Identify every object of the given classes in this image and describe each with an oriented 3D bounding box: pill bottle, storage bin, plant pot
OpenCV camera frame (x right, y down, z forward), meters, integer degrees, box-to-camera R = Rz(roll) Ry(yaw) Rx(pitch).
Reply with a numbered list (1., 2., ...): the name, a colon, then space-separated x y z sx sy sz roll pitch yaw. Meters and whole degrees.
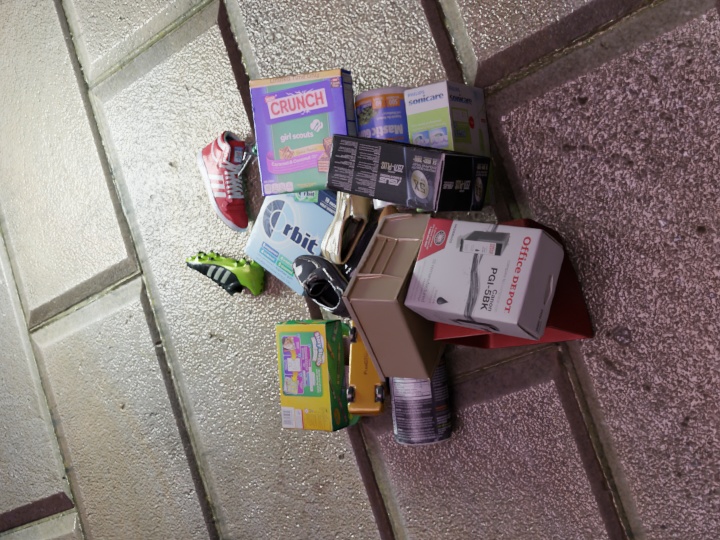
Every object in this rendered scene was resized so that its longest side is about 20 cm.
1. pill bottle: 0.053 -0.214 1.591 0.111 0.112 0.203 -7 89 33
2. storage bin: 0.076 0.043 1.468 0.093 0.200 0.201 1 135 29
3. pill bottle: 0.103 0.199 1.594 0.105 0.106 0.203 -5 91 33
4. plant pot: 0.243 0.023 1.449 0.198 0.199 0.179 -9 77 33

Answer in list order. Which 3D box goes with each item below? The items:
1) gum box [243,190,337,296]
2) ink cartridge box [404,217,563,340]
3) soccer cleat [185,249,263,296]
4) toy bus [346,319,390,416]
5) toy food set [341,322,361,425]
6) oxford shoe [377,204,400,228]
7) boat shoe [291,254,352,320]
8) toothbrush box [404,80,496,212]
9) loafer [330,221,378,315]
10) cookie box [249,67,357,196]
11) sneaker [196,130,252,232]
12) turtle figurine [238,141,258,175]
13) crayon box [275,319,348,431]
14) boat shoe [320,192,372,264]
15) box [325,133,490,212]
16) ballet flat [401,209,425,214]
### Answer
1. gum box: -0.124 -0.081 1.755 0.169 0.044 0.202 35 110 26
2. ink cartridge box: 0.182 0.009 1.333 0.198 0.083 0.149 8 76 38
3. soccer cleat: -0.283 0.008 1.856 0.198 0.067 0.082 10 112 32
4. toy bus: 0.018 0.161 1.618 0.064 0.078 0.203 -3 70 14
5. toy food set: -0.052 0.198 1.728 0.196 0.048 0.203 4 95 32
6. oxford shoe: 0.069 -0.033 1.589 0.070 0.201 0.072 -4 47 5
7. boat shoe: -0.072 0.022 1.646 0.200 0.062 0.073 38 105 41
8. toothbrush box: 0.152 -0.204 1.508 0.085 0.145 0.203 -8 89 33
9. loafer: 0.000 0.000 1.676 0.202 0.067 0.071 -57 36 27
10. cookie box: -0.094 -0.240 1.574 0.169 0.075 0.203 -5 96 13
11. sneaker: -0.256 -0.185 1.817 0.112 0.071 0.202 -36 72 33
12. turtle figurine: -0.135 -0.236 1.698 0.200 0.150 0.101 -41 101 15
13. crayon box: -0.091 0.195 1.689 0.117 0.058 0.203 -3 92 32
14. boat shoe: -0.007 -0.106 1.643 0.076 0.071 0.203 27 102 60
15. box: 0.074 -0.149 1.380 0.198 0.163 0.087 15 101 30
16. ballet flat: 0.129 -0.047 1.584 0.199 0.062 0.068 35 111 26
